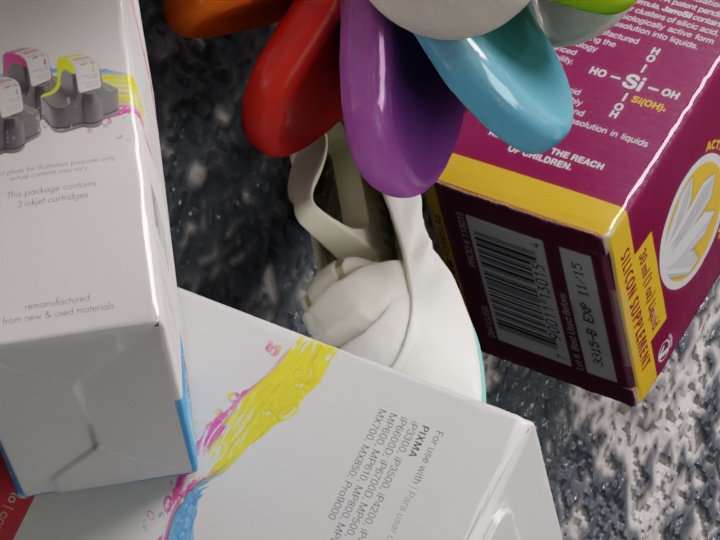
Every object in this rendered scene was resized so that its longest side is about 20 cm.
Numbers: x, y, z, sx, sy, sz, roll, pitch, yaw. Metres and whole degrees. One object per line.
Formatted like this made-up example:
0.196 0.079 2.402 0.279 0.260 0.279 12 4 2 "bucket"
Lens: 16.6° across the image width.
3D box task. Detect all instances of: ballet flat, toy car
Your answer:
0.000 0.000 1.023 0.070 0.069 0.201 50 20 -44 "ballet flat"
0.012 -0.106 0.968 0.175 0.199 0.151 -8 111 -66 "toy car"

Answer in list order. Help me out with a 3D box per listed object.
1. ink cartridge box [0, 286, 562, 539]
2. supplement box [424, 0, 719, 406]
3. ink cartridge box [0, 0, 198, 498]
-0.042 0.109 0.915 0.145 0.199 0.146 -63 159 -20 "ink cartridge box"
0.128 -0.060 1.172 0.201 0.103 0.131 -55 148 -27 "supplement box"
-0.104 -0.039 0.850 0.115 0.067 0.201 86 -4 -61 "ink cartridge box"
